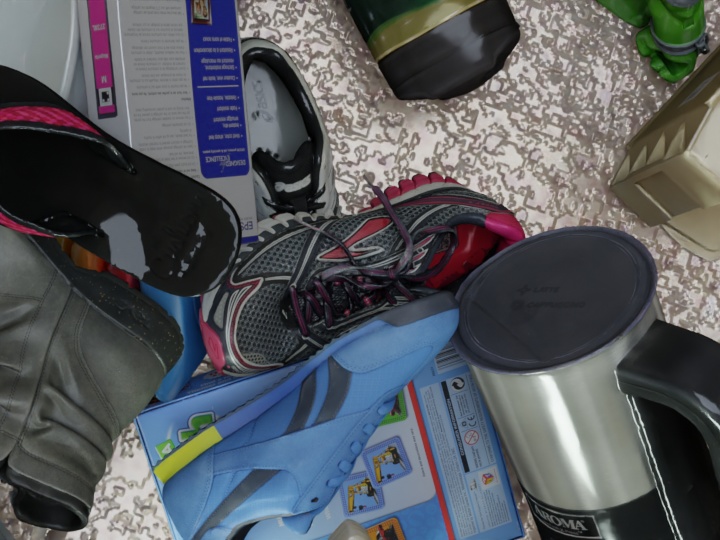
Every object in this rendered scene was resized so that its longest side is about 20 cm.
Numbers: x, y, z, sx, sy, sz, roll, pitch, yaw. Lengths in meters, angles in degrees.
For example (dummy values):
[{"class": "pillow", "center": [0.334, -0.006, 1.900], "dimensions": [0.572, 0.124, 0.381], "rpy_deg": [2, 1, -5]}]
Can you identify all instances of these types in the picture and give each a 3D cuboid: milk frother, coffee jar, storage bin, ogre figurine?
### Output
[{"class": "milk frother", "center": [0.173, 0.055, 1.061], "dimensions": [0.179, 0.201, 0.189], "rpy_deg": [0, 132, 30]}, {"class": "coffee jar", "center": [0.019, -0.194, 1.095], "dimensions": [0.085, 0.104, 0.201], "rpy_deg": [-28, 90, 9]}, {"class": "storage bin", "center": [0.251, -0.102, 1.067], "dimensions": [0.094, 0.200, 0.199], "rpy_deg": [43, 85, -1]}, {"class": "ogre figurine", "center": [0.153, -0.211, 1.102], "dimensions": [0.097, 0.120, 0.202], "rpy_deg": [-9, 89, -6]}]

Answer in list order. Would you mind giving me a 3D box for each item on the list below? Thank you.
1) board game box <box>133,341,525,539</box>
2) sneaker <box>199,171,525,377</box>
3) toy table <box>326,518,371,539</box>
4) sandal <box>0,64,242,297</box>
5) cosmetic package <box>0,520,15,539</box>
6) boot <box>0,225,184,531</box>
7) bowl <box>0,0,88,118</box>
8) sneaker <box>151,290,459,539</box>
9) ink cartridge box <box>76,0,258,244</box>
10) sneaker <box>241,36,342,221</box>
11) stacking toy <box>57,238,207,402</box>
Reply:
[{"class": "board game box", "center": [-0.018, 0.115, 1.095], "dimensions": [0.198, 0.037, 0.153], "rpy_deg": [-18, 107, -7]}, {"class": "sneaker", "center": [0.000, 0.000, 1.044], "dimensions": [0.199, 0.074, 0.081], "rpy_deg": [-27, 117, -25]}, {"class": "toy table", "center": [-0.020, 0.232, 1.004], "dimensions": [0.117, 0.200, 0.185], "rpy_deg": [36, 88, -24]}, {"class": "sandal", "center": [-0.152, -0.048, 0.927], "dimensions": [0.198, 0.045, 0.076], "rpy_deg": [24, 98, 9]}, {"class": "cosmetic package", "center": [-0.216, 0.222, 0.974], "dimensions": [0.122, 0.200, 0.200], "rpy_deg": [-31, 115, 1]}, {"class": "boot", "center": [-0.197, 0.036, 0.959], "dimensions": [0.199, 0.068, 0.131], "rpy_deg": [32, 56, 0]}, {"class": "bowl", "center": [-0.187, -0.123, 1.056], "dimensions": [0.090, 0.200, 0.203], "rpy_deg": [7, 86, -47]}, {"class": "sneaker", "center": [-0.018, 0.087, 1.010], "dimensions": [0.199, 0.066, 0.079], "rpy_deg": [-36, 78, 14]}, {"class": "ink cartridge box", "center": [-0.101, -0.110, 0.985], "dimensions": [0.037, 0.094, 0.202], "rpy_deg": [-6, 92, 37]}, {"class": "sneaker", "center": [-0.045, -0.037, 1.092], "dimensions": [0.075, 0.088, 0.202], "rpy_deg": [-19, 92, -8]}, {"class": "stacking toy", "center": [-0.178, -0.004, 1.078], "dimensions": [0.198, 0.110, 0.117], "rpy_deg": [4, 120, 15]}]
